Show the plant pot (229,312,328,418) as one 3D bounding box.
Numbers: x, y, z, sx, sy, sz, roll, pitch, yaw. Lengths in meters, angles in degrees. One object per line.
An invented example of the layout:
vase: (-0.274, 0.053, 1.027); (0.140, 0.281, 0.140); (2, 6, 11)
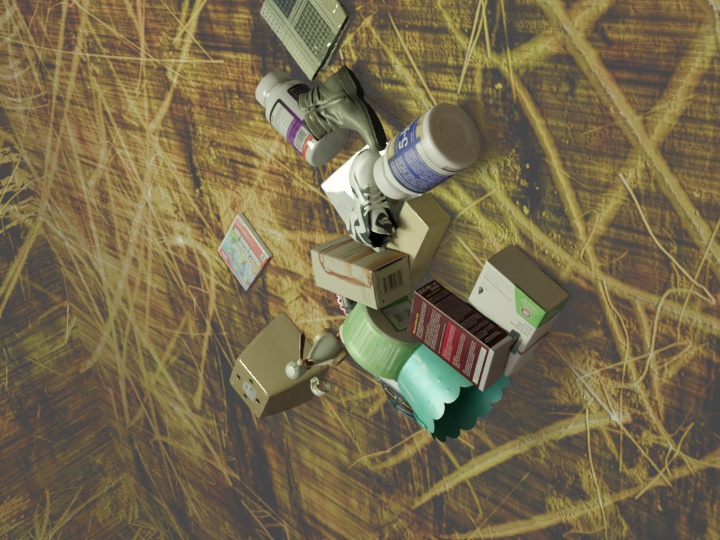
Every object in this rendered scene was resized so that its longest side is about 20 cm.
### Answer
plant pot: (-0.235, 0.273, 2.167); (0.200, 0.176, 0.200); (48, 143, 16)

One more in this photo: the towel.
towel: (-0.108, -0.507, 1.600); (0.201, 0.034, 0.193); (55, 141, 11)

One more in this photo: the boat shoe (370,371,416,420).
boat shoe: (0.070, 0.263, 1.879); (0.200, 0.071, 0.091); (38, 135, 24)

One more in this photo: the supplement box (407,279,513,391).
supplement box: (0.182, 0.120, 1.514); (0.200, 0.061, 0.110); (38, 139, 30)

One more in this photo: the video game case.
video game case: (-0.312, -0.048, 2.171); (0.143, 0.017, 0.200); (53, 144, 8)

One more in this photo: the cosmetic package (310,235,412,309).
cosmetic package: (0.000, 0.000, 1.647); (0.199, 0.103, 0.088); (18, 125, 47)

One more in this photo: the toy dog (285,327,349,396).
toy dog: (-0.093, 0.195, 1.959); (0.131, 0.200, 0.097); (31, 124, -3)

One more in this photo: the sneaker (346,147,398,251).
sneaker: (0.032, -0.127, 1.574); (0.130, 0.079, 0.201); (45, 132, 46)

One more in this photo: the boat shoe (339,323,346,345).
boat shoe: (0.032, 0.136, 1.850); (0.201, 0.060, 0.073); (-9, 92, 52)

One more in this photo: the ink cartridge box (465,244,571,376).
ink cartridge box: (0.275, 0.077, 1.493); (0.146, 0.084, 0.201); (43, 141, 23)

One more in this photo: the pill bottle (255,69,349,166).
pill bottle: (-0.125, -0.320, 1.675); (0.200, 0.111, 0.112); (47, 142, 18)

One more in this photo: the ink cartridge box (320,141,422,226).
ink cartridge box: (0.030, -0.166, 1.671); (0.200, 0.057, 0.163); (-36, 84, 34)

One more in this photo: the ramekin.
ramekin: (0.070, 0.118, 1.682); (0.200, 0.199, 0.098); (44, 134, 20)

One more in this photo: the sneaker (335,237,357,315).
sneaker: (-0.005, 0.018, 1.785); (0.095, 0.079, 0.202); (-20, 84, 38)

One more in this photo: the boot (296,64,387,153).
boot: (-0.037, -0.285, 1.565); (0.130, 0.068, 0.201); (-32, 70, 17)

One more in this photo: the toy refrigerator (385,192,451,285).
toy refrigerator: (0.107, -0.054, 1.620); (0.076, 0.070, 0.201); (50, 143, 24)

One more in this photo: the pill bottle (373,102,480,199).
pill bottle: (0.111, -0.206, 1.462); (0.200, 0.119, 0.120); (-30, 91, 54)

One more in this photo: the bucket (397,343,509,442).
bucket: (0.182, 0.227, 1.619); (0.135, 0.206, 0.208); (47, 143, 32)
